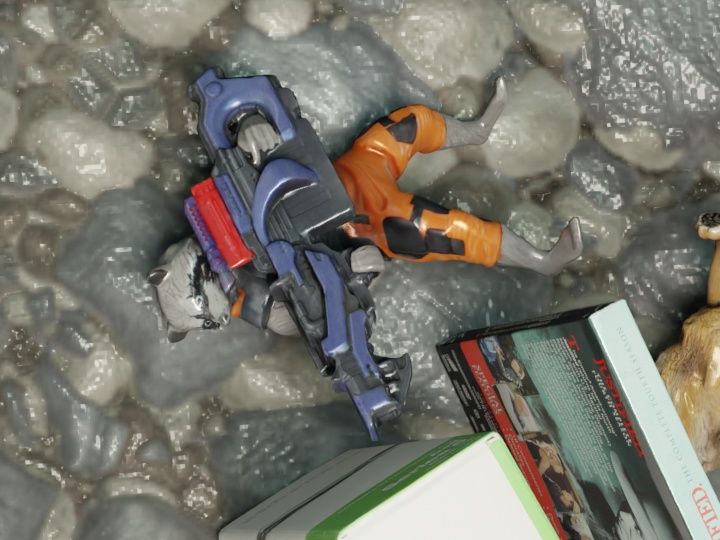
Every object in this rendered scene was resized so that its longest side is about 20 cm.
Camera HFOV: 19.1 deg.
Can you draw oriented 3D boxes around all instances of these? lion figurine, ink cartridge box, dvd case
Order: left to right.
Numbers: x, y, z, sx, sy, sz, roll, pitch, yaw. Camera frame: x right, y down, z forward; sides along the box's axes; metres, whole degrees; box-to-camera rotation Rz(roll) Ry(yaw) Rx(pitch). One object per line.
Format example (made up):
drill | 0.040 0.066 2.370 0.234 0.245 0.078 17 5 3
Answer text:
ink cartridge box | 0.028 0.153 0.914 0.084 0.200 0.146 -31 94 -18
dvd case | 0.100 0.088 0.938 0.022 0.200 0.147 -26 91 -15
lion figurine | 0.214 0.015 1.040 0.199 0.072 0.123 -26 126 -22

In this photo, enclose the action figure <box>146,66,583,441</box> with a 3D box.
action figure | 0.000 0.000 0.968 0.192 0.105 0.201 -13 59 -10
